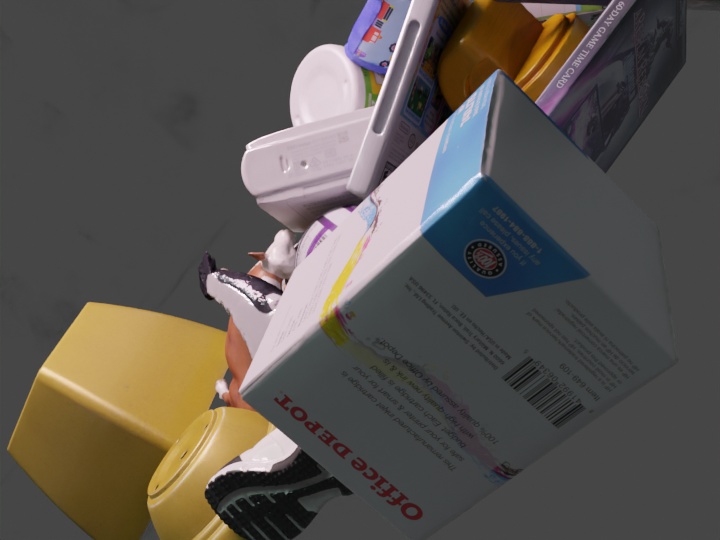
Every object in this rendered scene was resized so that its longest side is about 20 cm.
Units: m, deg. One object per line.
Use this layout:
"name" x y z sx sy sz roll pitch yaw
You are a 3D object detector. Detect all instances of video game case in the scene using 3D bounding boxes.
"video game case" 0.164 -0.114 0.735 0.201 0.019 0.143 -52 -28 -10
"video game case" 0.055 -0.135 0.888 0.185 0.023 0.200 -71 -17 1

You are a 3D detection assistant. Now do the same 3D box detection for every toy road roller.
"toy road roller" 0.115 -0.140 0.880 0.199 0.146 0.124 -31 22 54

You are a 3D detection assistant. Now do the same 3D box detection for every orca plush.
"orca plush" -0.067 0.061 0.954 0.070 0.199 0.107 -8 -60 -48

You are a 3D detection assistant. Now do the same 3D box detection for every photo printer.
"photo printer" -0.014 -0.093 1.049 0.163 0.071 0.200 -14 -9 8

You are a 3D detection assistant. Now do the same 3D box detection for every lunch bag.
"lunch bag" 0.082 -0.263 1.073 0.198 0.095 0.151 -1 -42 -43

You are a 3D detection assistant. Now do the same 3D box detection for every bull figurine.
"bull figurine" -0.104 0.057 1.063 0.121 0.064 0.204 -159 74 -67

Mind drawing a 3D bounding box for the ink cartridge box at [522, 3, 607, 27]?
"ink cartridge box" 0.211 -0.254 0.937 0.196 0.077 0.148 -6 4 14

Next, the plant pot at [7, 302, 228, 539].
"plant pot" -0.269 0.156 1.180 0.201 0.174 0.201 -58 6 33

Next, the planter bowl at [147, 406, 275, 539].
"planter bowl" -0.128 0.183 0.935 0.201 0.083 0.201 -47 13 15

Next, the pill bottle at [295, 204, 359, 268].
"pill bottle" 0.000 0.000 0.953 0.112 0.111 0.200 -49 13 0

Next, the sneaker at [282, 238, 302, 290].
"sneaker" -0.066 0.038 1.163 0.201 0.075 0.092 -53 -3 25

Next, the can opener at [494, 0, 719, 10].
"can opener" 0.193 -0.223 0.822 0.067 0.196 0.055 102 169 -82

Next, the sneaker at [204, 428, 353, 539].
"sneaker" -0.039 0.142 0.804 0.199 0.074 0.080 -31 16 34

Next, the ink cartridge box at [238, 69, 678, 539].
"ink cartridge box" 0.056 0.023 0.624 0.200 0.146 0.147 -41 16 29

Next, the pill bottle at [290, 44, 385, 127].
"pill bottle" 0.030 -0.178 1.163 0.198 0.113 0.111 -2 -26 -43
